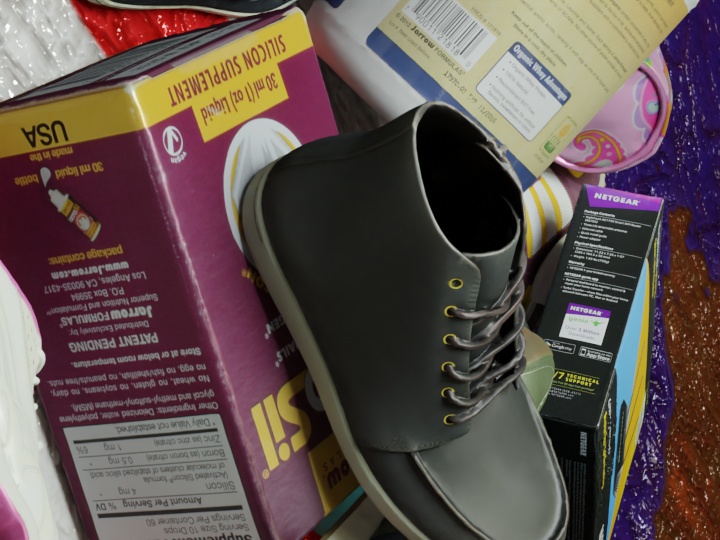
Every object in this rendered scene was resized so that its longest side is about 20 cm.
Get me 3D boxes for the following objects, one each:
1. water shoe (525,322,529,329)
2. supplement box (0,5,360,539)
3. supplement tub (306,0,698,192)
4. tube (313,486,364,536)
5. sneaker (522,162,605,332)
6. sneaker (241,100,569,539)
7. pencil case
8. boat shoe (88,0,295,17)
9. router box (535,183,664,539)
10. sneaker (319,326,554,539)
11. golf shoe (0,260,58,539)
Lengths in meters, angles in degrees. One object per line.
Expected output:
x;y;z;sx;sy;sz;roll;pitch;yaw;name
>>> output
0.000;0.000;0.895;0.200;0.071;0.079;42;86;-20;water shoe
-0.068;0.006;0.770;0.131;0.103;0.201;-37;114;-53;supplement box
0.083;-0.146;0.908;0.200;0.144;0.144;-47;136;5;supplement tub
0.072;0.147;0.866;0.051;0.199;0.077;-61;159;-10;tube
0.081;-0.041;1.022;0.090;0.074;0.201;60;39;-37;sneaker
0.039;0.035;0.700;0.075;0.106;0.201;-42;104;-36;sneaker
0.133;-0.142;1.061;0.088;0.087;0.201;57;22;-32;pencil case
-0.057;-0.159;0.856;0.200;0.062;0.075;-20;98;-56;boat shoe
0.126;0.073;1.011;0.201;0.051;0.150;82;25;-54;router box
0.042;0.120;0.783;0.200;0.090;0.067;-47;165;-25;sneaker
-0.143;0.056;0.682;0.091;0.075;0.201;-37;115;-55;golf shoe
